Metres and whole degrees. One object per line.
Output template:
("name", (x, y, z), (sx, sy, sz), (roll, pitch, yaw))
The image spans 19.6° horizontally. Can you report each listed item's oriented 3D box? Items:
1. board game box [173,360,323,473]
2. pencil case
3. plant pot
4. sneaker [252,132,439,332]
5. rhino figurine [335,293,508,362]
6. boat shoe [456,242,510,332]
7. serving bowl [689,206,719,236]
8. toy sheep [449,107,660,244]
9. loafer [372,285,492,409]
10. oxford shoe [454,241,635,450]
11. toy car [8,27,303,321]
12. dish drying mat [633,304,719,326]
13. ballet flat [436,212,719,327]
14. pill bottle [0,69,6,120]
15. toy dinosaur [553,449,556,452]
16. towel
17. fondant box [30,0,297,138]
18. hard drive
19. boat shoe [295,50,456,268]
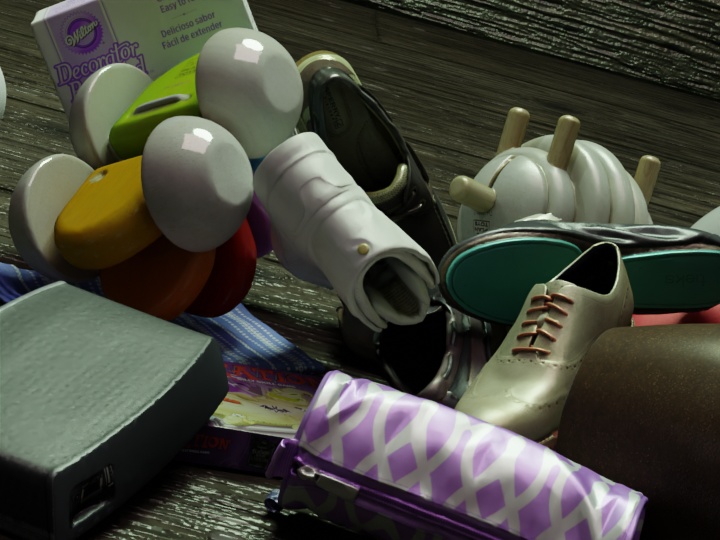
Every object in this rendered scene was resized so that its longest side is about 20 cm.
("board game box", (-0.061, 0.086, 1.220), (0.198, 0.033, 0.120), (10, 11, -19))
("pencil case", (0.051, 0.119, 1.087), (0.198, 0.085, 0.085), (19, 10, 11))
("plant pot", (0.215, 0.104, 1.131), (0.199, 0.189, 0.186), (19, 14, 27))
("sneaker", (0.000, 0.000, 1.302), (0.116, 0.074, 0.200), (50, -1, 21))
("rhino figurine", (0.075, 0.046, 1.438), (0.198, 0.060, 0.088), (17, 36, 2))
("boat shoe", (0.105, 0.025, 1.530), (0.199, 0.074, 0.066), (32, 9, 33))
("serving bowl", (0.270, 0.040, 1.366), (0.199, 0.202, 0.066), (24, 5, 32))
("toy sheep", (0.131, -0.032, 1.404), (0.199, 0.139, 0.138), (20, 8, -37))
("loafer", (0.043, 0.047, 1.302), (0.063, 0.072, 0.200), (39, 12, -26))
("oxford shoe", (0.101, 0.046, 1.200), (0.070, 0.074, 0.200), (9, 28, 25))
("toy car", (-0.112, -0.050, 1.338), (0.174, 0.150, 0.201), (-12, 38, 38))
("dish drying mat", (0.187, 0.058, 1.339), (0.198, 0.077, 0.018), (-9, -39, 26))
("ballet flat", (0.138, -0.003, 1.311), (0.198, 0.074, 0.073), (-1, 18, -13))
("pill bottle", (-0.358, -0.131, 1.555), (0.111, 0.112, 0.200), (22, 15, 25))
("toy dinosaur", (0.136, 0.083, 1.275), (0.100, 0.059, 0.200), (-3, 25, -1))
("towel", (-0.139, 0.031, 1.350), (0.199, 0.024, 0.145), (5, 19, -37))
("fondant box", (-0.126, -0.109, 1.450), (0.143, 0.201, 0.058), (-20, 15, 3))
("hard drive", (-0.160, 0.067, 1.088), (0.134, 0.043, 0.200), (19, 26, 15))
("boat shoe", (0.010, -0.059, 1.464), (0.201, 0.073, 0.065), (55, 1, -21))
